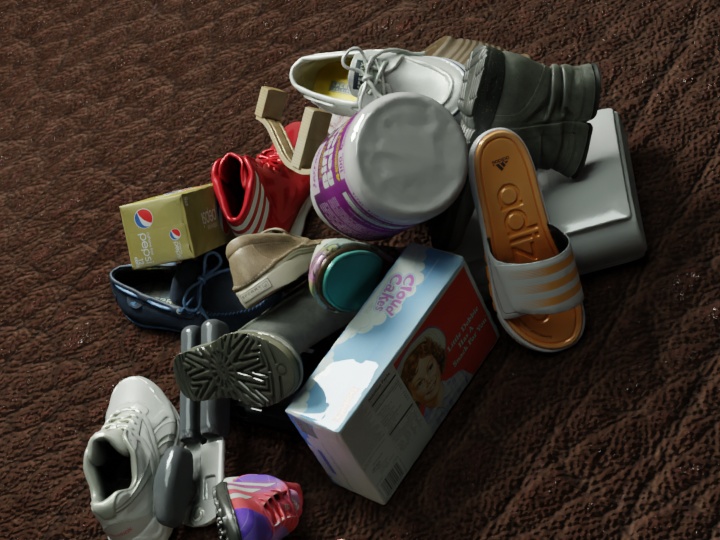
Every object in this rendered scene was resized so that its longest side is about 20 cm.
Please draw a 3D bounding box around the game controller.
[{"bbox_3d":[-0.072,0.106,1.504,0.198,0.042,0.104,10,42,35],"label":"game controller"}]

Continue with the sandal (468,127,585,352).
[{"bbox_3d":[0.144,-0.021,1.373,0.078,0.209,0.059,-21,12,-6],"label":"sandal"}]

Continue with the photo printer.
[{"bbox_3d":[0.163,-0.060,1.495,0.198,0.070,0.168,-15,44,16],"label":"photo printer"}]

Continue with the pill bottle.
[{"bbox_3d":[0.016,-0.086,1.413,0.112,0.112,0.200,-45,6,-16],"label":"pill bottle"}]

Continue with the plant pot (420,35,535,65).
[{"bbox_3d":[0.078,-0.167,1.561,0.200,0.093,0.201,-38,11,9],"label":"plant pot"}]

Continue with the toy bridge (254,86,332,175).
[{"bbox_3d":[-0.049,-0.131,1.596,0.199,0.027,0.068,31,109,50],"label":"toy bridge"}]

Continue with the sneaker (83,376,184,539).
[{"bbox_3d":[-0.217,0.166,1.476,0.077,0.100,0.201,-21,43,10],"label":"sneaker"}]

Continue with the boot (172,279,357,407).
[{"bbox_3d":[-0.054,0.056,1.442,0.199,0.073,0.181,-21,14,-40],"label":"boot"}]

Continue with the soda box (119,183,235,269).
[{"bbox_3d":[-0.178,-0.049,1.597,0.067,0.065,0.200,-11,6,11],"label":"soda box"}]

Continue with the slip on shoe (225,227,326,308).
[{"bbox_3d":[-0.075,-0.014,1.515,0.076,0.061,0.200,-33,-2,24],"label":"slip on shoe"}]

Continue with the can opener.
[{"bbox_3d":[-0.151,0.141,1.465,0.052,0.066,0.202,-15,60,31],"label":"can opener"}]

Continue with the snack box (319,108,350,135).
[{"bbox_3d":[-0.010,-0.150,1.698,0.071,0.024,0.201,0,47,2],"label":"snack box"}]

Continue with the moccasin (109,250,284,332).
[{"bbox_3d":[-0.175,0.026,1.607,0.198,0.068,0.081,-4,48,26],"label":"moccasin"}]

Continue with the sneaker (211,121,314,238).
[{"bbox_3d":[-0.093,-0.107,1.651,0.078,0.116,0.201,-10,46,21],"label":"sneaker"}]

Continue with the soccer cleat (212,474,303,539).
[{"bbox_3d":[-0.084,0.204,1.324,0.072,0.069,0.200,-9,-1,-3],"label":"soccer cleat"}]

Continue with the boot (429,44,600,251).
[{"bbox_3d":[0.143,-0.099,1.423,0.129,0.202,0.068,11,19,-16],"label":"boot"}]

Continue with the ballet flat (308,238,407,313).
[{"bbox_3d":[0.000,0.000,1.433,0.071,0.199,0.070,36,107,32],"label":"ballet flat"}]

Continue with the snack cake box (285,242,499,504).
[{"bbox_3d":[0.033,0.089,1.395,0.067,0.115,0.201,17,60,39],"label":"snack cake box"}]

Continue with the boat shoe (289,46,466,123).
[{"bbox_3d":[0.013,-0.179,1.473,0.200,0.086,0.075,14,89,39],"label":"boat shoe"}]
